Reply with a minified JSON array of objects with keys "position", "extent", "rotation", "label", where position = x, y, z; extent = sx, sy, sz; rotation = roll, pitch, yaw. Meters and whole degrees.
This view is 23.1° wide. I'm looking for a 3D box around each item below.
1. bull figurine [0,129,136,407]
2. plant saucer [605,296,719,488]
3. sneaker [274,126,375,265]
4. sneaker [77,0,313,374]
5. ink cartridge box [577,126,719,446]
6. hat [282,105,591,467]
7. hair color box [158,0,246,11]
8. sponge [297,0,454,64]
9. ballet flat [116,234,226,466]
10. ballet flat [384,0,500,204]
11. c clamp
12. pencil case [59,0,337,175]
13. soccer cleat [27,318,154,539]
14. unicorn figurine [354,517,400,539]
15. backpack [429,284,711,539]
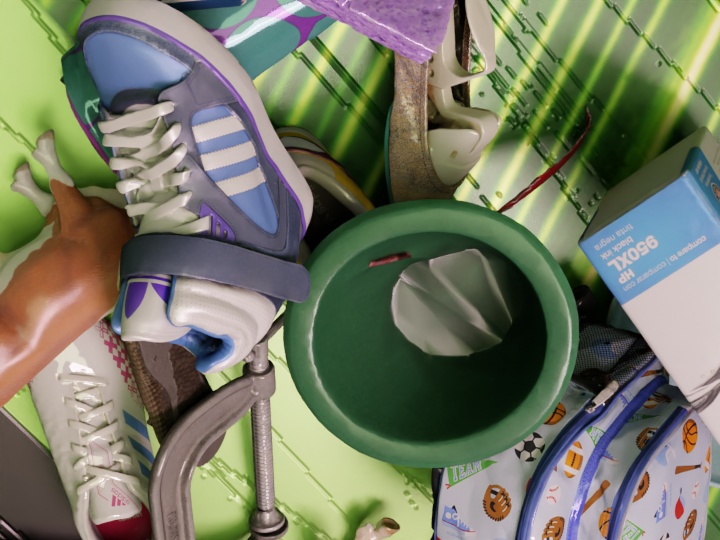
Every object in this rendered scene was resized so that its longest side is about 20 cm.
[{"position":[-0.187,-0.005,1.078],"extent":[0.200,0.065,0.122],"rotation":[-42,90,-18],"label":"bull figurine"},{"position":[0.265,0.050,1.185],"extent":[0.199,0.036,0.201],"rotation":[4,106,13],"label":"plant saucer"},{"position":[0.000,0.000,1.117],"extent":[0.075,0.090,0.200],"rotation":[-42,110,8],"label":"sneaker"},{"position":[-0.105,-0.036,0.963],"extent":[0.080,0.147,0.200],"rotation":[-7,135,35],"label":"sneaker"},{"position":[0.232,0.026,1.091],"extent":[0.084,0.145,0.200],"rotation":[-34,93,21],"label":"ink cartridge box"},{"position":[0.060,0.012,1.107],"extent":[0.199,0.176,0.167],"rotation":[-9,106,8],"label":"hat"},{"position":[-0.098,-0.252,0.962],"extent":[0.060,0.100,0.201],"rotation":[-6,86,-8],"label":"hair color box"},{"position":[0.018,-0.231,1.014],"extent":[0.111,0.030,0.201],"rotation":[22,72,-18],"label":"sponge"},{"position":[-0.123,0.047,1.082],"extent":[0.067,0.046,0.201],"rotation":[-50,149,-30],"label":"ballet flat"},{"position":[0.052,-0.112,1.090],"extent":[0.067,0.068,0.201],"rotation":[10,115,31],"label":"ballet flat"},{"position":[-0.077,0.131,1.147],"extent":[0.027,0.171,0.201],"rotation":[22,126,28],"label":"c clamp"},{"position":[-0.084,-0.144,1.053],"extent":[0.200,0.085,0.092],"rotation":[-35,149,3],"label":"pencil case"},{"position":[-0.165,0.111,1.130],"extent":[0.069,0.086,0.201],"rotation":[-18,112,-3],"label":"soccer cleat"},{"position":[0.048,0.252,1.237],"extent":[0.199,0.074,0.138],"rotation":[22,115,-2],"label":"unicorn figurine"},{"position":[0.132,0.144,1.126],"extent":[0.190,0.154,0.201],"rotation":[-30,124,-37],"label":"backpack"}]
